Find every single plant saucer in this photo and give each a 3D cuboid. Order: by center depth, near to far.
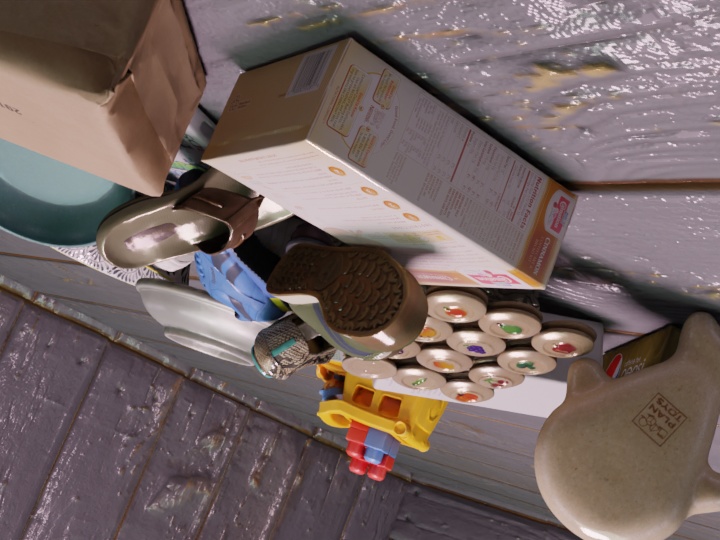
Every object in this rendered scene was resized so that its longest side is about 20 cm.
[{"bbox_3d":[-0.273,-0.106,0.881,0.200,0.036,0.200,11,134,11],"label":"plant saucer"},{"bbox_3d":[-0.159,0.066,1.170,0.200,0.050,0.200,18,169,4],"label":"plant saucer"}]

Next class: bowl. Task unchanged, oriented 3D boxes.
[{"bbox_3d":[-0.265,-0.050,1.185,0.201,0.094,0.201,22,167,5],"label":"bowl"}]

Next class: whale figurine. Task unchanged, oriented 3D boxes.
[{"bbox_3d":[0.232,0.129,0.847,0.159,0.200,0.104,42,-178,19],"label":"whale figurine"}]

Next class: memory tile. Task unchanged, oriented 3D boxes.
[{"bbox_3d":[0.084,0.068,0.889,0.153,0.017,0.200,19,151,-19],"label":"memory tile"}]

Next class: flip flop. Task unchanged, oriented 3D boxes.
[{"bbox_3d":[-0.122,-0.043,0.857,0.200,0.058,0.081,-20,131,8],"label":"flip flop"}]

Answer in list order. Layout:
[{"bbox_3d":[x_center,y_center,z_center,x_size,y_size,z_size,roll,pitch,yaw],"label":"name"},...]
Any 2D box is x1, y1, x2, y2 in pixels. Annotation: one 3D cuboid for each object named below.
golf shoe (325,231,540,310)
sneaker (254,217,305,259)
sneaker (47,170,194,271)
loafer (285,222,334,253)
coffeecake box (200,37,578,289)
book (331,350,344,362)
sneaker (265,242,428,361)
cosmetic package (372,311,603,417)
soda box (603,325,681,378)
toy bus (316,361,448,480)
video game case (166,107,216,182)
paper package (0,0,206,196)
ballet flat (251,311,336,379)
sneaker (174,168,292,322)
[{"bbox_3d":[0.052,-0.010,0.877,0.200,0.078,0.097,26,172,-12],"label":"golf shoe"},{"bbox_3d":[-0.062,-0.002,1.097,0.092,0.076,0.200,11,165,25],"label":"sneaker"},{"bbox_3d":[-0.208,-0.068,0.998,0.079,0.074,0.200,-12,149,34],"label":"sneaker"},{"bbox_3d":[0.000,0.000,1.032,0.072,0.063,0.200,-5,149,37],"label":"loafer"},{"bbox_3d":[0.018,-0.062,0.713,0.200,0.073,0.153,30,165,-29],"label":"coffeecake box"},{"bbox_3d":[0.039,0.082,1.177,0.134,0.048,0.200,-9,-174,-36],"label":"book"},{"bbox_3d":[0.009,0.031,0.784,0.090,0.067,0.200,39,169,-28],"label":"sneaker"},{"bbox_3d":[0.118,0.080,1.001,0.200,0.074,0.102,9,154,-5],"label":"cosmetic package"},{"bbox_3d":[0.271,0.106,0.980,0.064,0.068,0.200,23,167,0],"label":"soda box"},{"bbox_3d":[0.011,0.166,1.383,0.200,0.192,0.136,17,168,27],"label":"toy bus"},{"bbox_3d":[-0.194,-0.122,0.934,0.200,0.024,0.182,15,165,30],"label":"video game case"},{"bbox_3d":[-0.216,-0.148,0.696,0.200,0.104,0.191,21,167,5],"label":"paper package"},{"bbox_3d":[-0.044,0.061,1.064,0.068,0.075,0.200,59,-164,2],"label":"ballet flat"},{"bbox_3d":[-0.130,-0.012,0.975,0.078,0.066,0.200,-16,140,16],"label":"sneaker"}]
